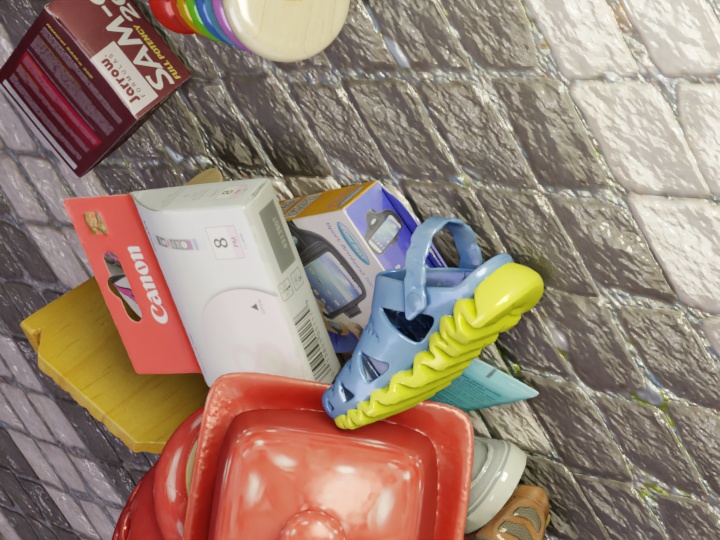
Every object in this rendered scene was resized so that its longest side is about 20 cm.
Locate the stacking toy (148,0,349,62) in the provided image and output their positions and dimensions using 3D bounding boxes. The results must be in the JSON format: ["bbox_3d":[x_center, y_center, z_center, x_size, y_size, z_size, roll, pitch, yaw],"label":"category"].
[{"bbox_3d":[-0.084,-0.181,1.543,0.086,0.085,0.200,59,162,-21],"label":"stacking toy"}]

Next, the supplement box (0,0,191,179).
[{"bbox_3d":[-0.208,-0.148,1.830,0.109,0.061,0.200,51,158,-5],"label":"supplement box"}]

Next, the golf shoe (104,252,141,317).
[{"bbox_3d":[-0.146,0.017,1.963,0.200,0.072,0.092,38,154,45],"label":"golf shoe"}]

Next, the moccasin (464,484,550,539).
[{"bbox_3d":[0.088,0.205,1.833,0.074,0.078,0.201,34,153,-2],"label":"moccasin"}]

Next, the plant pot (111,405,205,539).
[{"bbox_3d":[-0.083,0.208,1.839,0.200,0.200,0.183,46,149,9],"label":"plant pot"}]

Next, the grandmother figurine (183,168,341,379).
[{"bbox_3d":[-0.075,0.022,1.837,0.060,0.122,0.200,-18,128,22],"label":"grandmother figurine"}]

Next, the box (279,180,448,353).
[{"bbox_3d":[0.000,0.000,1.706,0.119,0.041,0.200,55,159,-12],"label":"box"}]

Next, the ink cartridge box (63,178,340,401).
[{"bbox_3d":[-0.126,0.019,1.760,0.199,0.057,0.163,-6,117,31],"label":"ink cartridge box"}]

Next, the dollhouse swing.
[{"bbox_3d":[-0.177,0.123,2.081,0.200,0.182,0.176,39,141,23],"label":"dollhouse swing"}]

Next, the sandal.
[{"bbox_3d":[0.037,0.034,1.597,0.200,0.079,0.087,-44,74,35],"label":"sandal"}]

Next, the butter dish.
[{"bbox_3d":[-0.029,0.181,1.652,0.199,0.201,0.148,9,180,4],"label":"butter dish"}]

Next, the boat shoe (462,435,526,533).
[{"bbox_3d":[0.055,0.148,1.778,0.071,0.070,0.201,33,165,-15],"label":"boat shoe"}]

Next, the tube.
[{"bbox_3d":[0.049,0.083,1.735,0.077,0.051,0.200,23,164,-21],"label":"tube"}]
